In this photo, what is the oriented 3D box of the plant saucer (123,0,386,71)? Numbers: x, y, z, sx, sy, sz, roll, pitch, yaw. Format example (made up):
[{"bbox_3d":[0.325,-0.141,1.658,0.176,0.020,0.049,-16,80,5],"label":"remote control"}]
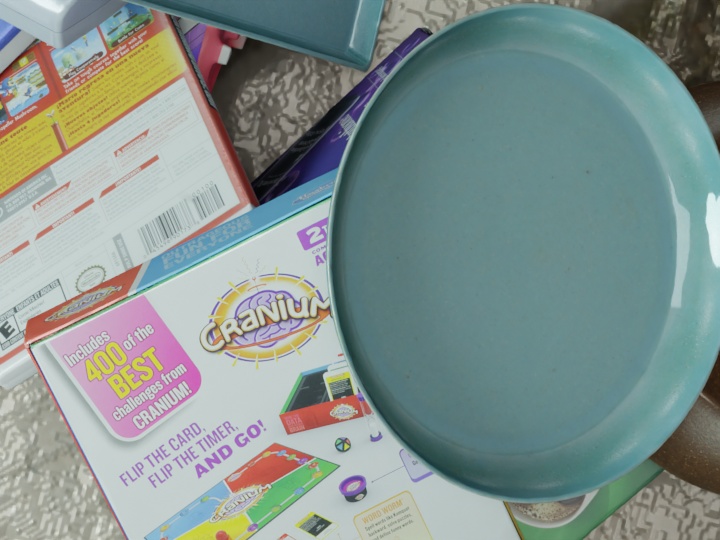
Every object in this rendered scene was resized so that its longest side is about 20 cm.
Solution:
[{"bbox_3d":[-0.049,-0.141,1.020,0.019,0.199,0.071,16,94,35],"label":"plant saucer"}]

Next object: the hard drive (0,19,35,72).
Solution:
[{"bbox_3d":[-0.222,-0.124,1.062,0.200,0.025,0.132,-44,65,2],"label":"hard drive"}]

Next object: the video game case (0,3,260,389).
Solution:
[{"bbox_3d":[-0.137,-0.064,1.035,0.142,0.017,0.201,-31,61,11],"label":"video game case"}]

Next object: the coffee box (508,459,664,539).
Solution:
[{"bbox_3d":[0.079,0.071,1.093,0.200,0.044,0.123,-41,93,1],"label":"coffee box"}]

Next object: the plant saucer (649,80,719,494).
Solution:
[{"bbox_3d":[0.193,0.006,1.063,0.198,0.037,0.203,2,82,-15],"label":"plant saucer"}]

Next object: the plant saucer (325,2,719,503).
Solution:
[{"bbox_3d":[0.068,-0.007,0.929,0.199,0.027,0.202,-1,91,-30],"label":"plant saucer"}]

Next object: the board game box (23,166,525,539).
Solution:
[{"bbox_3d":[-0.028,0.079,0.946,0.152,0.040,0.201,-25,104,-2],"label":"board game box"}]

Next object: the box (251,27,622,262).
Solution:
[{"bbox_3d":[0.000,0.000,1.029,0.200,0.148,0.104,-42,104,1],"label":"box"}]

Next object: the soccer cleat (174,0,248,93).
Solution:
[{"bbox_3d":[-0.096,-0.103,1.073,0.076,0.067,0.202,18,96,3],"label":"soccer cleat"}]

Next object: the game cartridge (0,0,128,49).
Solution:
[{"bbox_3d":[-0.122,-0.198,1.026,0.133,0.041,0.201,29,63,7],"label":"game cartridge"}]
